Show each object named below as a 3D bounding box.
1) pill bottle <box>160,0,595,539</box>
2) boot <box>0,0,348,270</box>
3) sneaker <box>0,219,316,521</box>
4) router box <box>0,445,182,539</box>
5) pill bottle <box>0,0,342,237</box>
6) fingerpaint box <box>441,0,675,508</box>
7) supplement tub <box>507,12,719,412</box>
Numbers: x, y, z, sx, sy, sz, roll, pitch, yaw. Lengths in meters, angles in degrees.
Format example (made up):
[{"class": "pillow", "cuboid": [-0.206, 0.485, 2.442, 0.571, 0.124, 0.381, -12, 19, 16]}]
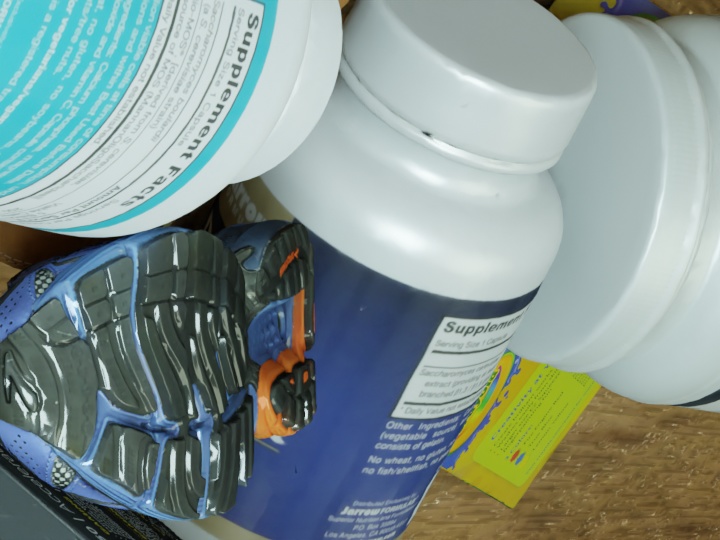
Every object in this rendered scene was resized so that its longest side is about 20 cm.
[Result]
[{"class": "pill bottle", "cuboid": [0.000, 0.000, 0.904, 0.111, 0.111, 0.201, -20, 142, -54]}, {"class": "boot", "cuboid": [-0.024, -0.080, 0.786, 0.200, 0.077, 0.156, -25, 145, -45]}, {"class": "sneaker", "cuboid": [-0.065, 0.026, 0.707, 0.200, 0.078, 0.076, -2, 88, -79]}, {"class": "router box", "cuboid": [-0.092, 0.078, 0.735, 0.051, 0.200, 0.149, -52, 159, -2]}, {"class": "pill bottle", "cuboid": [-0.084, -0.069, 0.600, 0.111, 0.111, 0.200, -56, 151, 12]}, {"class": "fingerpaint box", "cuboid": [0.078, -0.010, 1.122, 0.200, 0.073, 0.167, -54, 160, 0]}, {"class": "supplement tub", "cuboid": [0.153, -0.015, 0.972, 0.199, 0.141, 0.141, 10, 122, -30]}]
